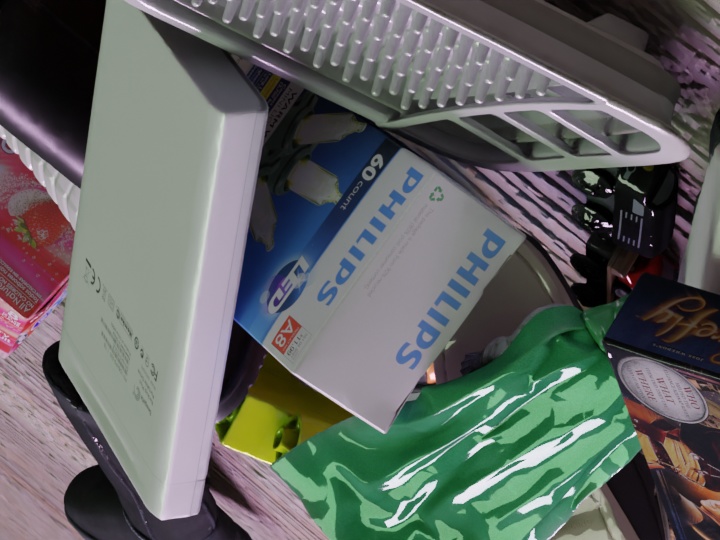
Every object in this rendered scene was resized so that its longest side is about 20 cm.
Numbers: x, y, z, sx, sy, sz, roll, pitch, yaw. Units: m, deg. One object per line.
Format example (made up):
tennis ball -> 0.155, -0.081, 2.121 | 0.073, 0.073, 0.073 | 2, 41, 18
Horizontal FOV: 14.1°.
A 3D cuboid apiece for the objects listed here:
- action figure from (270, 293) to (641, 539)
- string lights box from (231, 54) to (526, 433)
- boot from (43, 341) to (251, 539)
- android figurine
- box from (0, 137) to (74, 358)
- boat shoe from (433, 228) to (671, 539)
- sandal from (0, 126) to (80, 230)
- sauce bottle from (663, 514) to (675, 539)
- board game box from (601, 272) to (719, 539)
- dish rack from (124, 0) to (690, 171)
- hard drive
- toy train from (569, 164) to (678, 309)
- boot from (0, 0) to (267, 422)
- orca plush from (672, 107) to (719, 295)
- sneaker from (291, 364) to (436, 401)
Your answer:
action figure -> 0.064, 0.067, 1.204 | 0.118, 0.055, 0.200 | 42, 129, -7
string lights box -> -0.020, -0.020, 1.258 | 0.059, 0.103, 0.200 | 35, -178, -32
boot -> -0.163, 0.119, 1.912 | 0.164, 0.066, 0.200 | 17, 153, 35
android figurine -> -0.021, 0.072, 1.512 | 0.200, 0.041, 0.182 | 23, -165, -19
box -> -0.241, -0.056, 1.675 | 0.200, 0.096, 0.100 | 42, 159, -1
boat shoe -> 0.086, 0.066, 1.269 | 0.072, 0.063, 0.201 | -13, 108, 26
sandal -> -0.147, -0.075, 1.547 | 0.203, 0.050, 0.083 | 48, 148, 20
sauce bottle -> 0.152, 0.094, 1.322 | 0.200, 0.066, 0.066 | 21, 152, 42
board game box -> 0.174, 0.090, 1.069 | 0.135, 0.035, 0.200 | 17, 150, 32
dish rack -> 0.018, -0.095, 1.117 | 0.200, 0.044, 0.171 | 23, 169, -27
hard drive -> -0.088, -0.013, 1.248 | 0.132, 0.027, 0.201 | -127, 39, -48
toy train -> 0.115, 0.003, 1.250 | 0.046, 0.034, 0.200 | 23, 155, 16
boot -> -0.120, -0.042, 1.364 | 0.065, 0.165, 0.200 | -21, 131, 25
orca plush -> 0.162, 0.004, 1.116 | 0.071, 0.106, 0.200 | 7, 152, 2
sneaker -> 0.000, 0.000, 1.411 | 0.200, 0.077, 0.112 | 10, 128, 64
